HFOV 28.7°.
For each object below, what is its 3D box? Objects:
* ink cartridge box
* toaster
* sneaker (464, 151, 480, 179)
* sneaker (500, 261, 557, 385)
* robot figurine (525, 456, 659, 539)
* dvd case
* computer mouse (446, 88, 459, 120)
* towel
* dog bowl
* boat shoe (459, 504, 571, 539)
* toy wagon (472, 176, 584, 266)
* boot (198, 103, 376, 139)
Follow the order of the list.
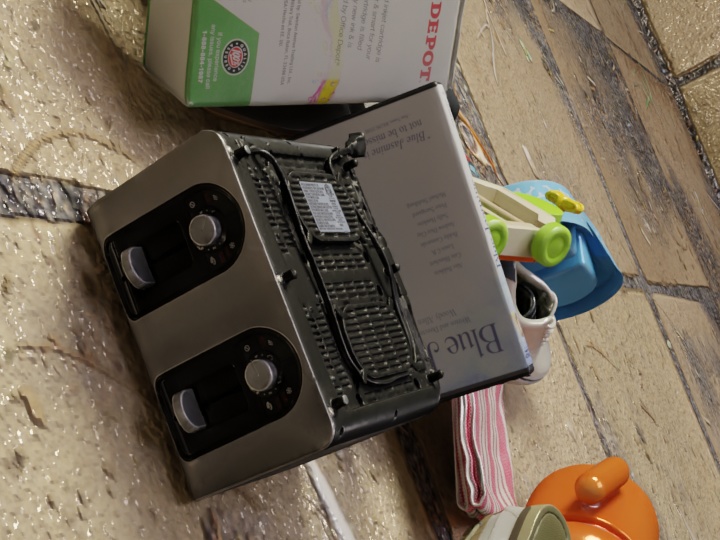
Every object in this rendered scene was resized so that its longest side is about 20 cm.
[{"bbox_3d":[-0.032,-0.189,0.919,0.198,0.147,0.087,-5,26,-29],"label":"ink cartridge box"},{"bbox_3d":[-0.048,0.020,0.820,0.200,0.118,0.183,-5,72,-66],"label":"toaster"},{"bbox_3d":[0.057,-0.095,1.267,0.201,0.079,0.096,54,7,-35],"label":"sneaker"},{"bbox_3d":[0.135,0.045,1.199,0.200,0.070,0.074,42,45,-55],"label":"sneaker"},{"bbox_3d":[0.174,0.227,1.108,0.117,0.144,0.200,46,24,-2],"label":"robot figurine"},{"bbox_3d":[0.019,-0.007,0.941,0.018,0.141,0.202,-18,89,-73],"label":"dvd case"},{"bbox_3d":[0.014,-0.150,1.138,0.200,0.034,0.059,30,-22,56],"label":"computer mouse"},{"bbox_3d":[0.099,0.117,1.075,0.200,0.029,0.148,45,42,-70],"label":"towel"},{"bbox_3d":[0.158,-0.016,1.233,0.200,0.110,0.050,39,34,-56],"label":"dog bowl"},{"bbox_3d":[0.075,0.238,0.936,0.200,0.068,0.075,-49,118,-44],"label":"boat shoe"},{"bbox_3d":[0.091,-0.046,1.074,0.198,0.040,0.155,5,22,-40],"label":"toy wagon"},{"bbox_3d":[-0.054,-0.117,1.019,0.198,0.075,0.075,4,67,-40],"label":"boot"}]
